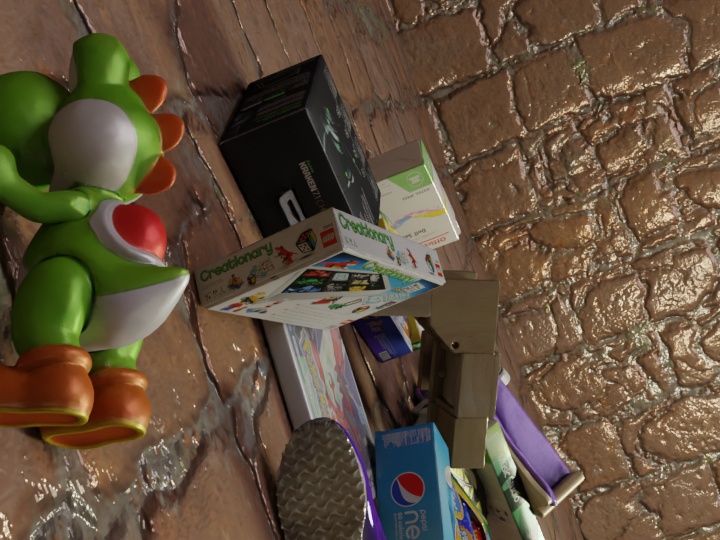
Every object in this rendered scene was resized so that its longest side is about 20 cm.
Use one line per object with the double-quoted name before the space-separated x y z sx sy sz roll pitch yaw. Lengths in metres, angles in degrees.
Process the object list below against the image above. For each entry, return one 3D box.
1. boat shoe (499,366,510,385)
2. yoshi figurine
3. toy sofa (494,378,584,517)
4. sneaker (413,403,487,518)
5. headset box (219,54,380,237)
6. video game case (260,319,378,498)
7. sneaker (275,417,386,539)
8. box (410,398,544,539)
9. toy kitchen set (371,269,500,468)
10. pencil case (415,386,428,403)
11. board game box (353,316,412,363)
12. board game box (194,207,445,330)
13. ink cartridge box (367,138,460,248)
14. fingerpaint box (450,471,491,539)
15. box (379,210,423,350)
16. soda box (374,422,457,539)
"boat shoe" 0.149 0.145 1.468 0.064 0.070 0.200 57 -18 -14
"yoshi figurine" -0.154 -0.020 0.487 0.111 0.112 0.203 11 67 -29
"toy sofa" 0.195 0.211 1.266 0.201 0.082 0.098 53 -26 7
"sneaker" 0.098 0.260 1.214 0.076 0.075 0.202 -47 126 -40
"headset box" -0.052 -0.099 1.003 0.201 0.092 0.175 -86 154 -62
"video game case" -0.030 0.121 0.918 0.182 0.023 0.202 16 54 -76
"sneaker" -0.012 0.213 0.769 0.100 0.069 0.203 25 50 -83
"box" 0.151 0.266 1.271 0.144 0.036 0.202 10 -51 55
"toy kitchen set" 0.041 0.098 1.100 0.163 0.178 0.203 -154 -113 -73
"pencil case" 0.150 0.238 1.382 0.085 0.091 0.202 -65 135 -73
"board game box" 0.000 0.000 1.198 0.201 0.044 0.136 58 17 -46
"board game box" -0.025 0.006 0.799 0.200 0.125 0.035 18 53 -63
"ink cartridge box" 0.078 -0.089 1.520 0.068 0.116 0.201 -96 161 -48
"fingerpaint box" 0.098 0.317 1.058 0.200 0.073 0.168 56 18 -48
"box" 0.044 0.010 1.371 0.117 0.048 0.202 33 41 -76
"soda box" 0.055 0.252 0.932 0.068 0.063 0.202 60 23 -53
